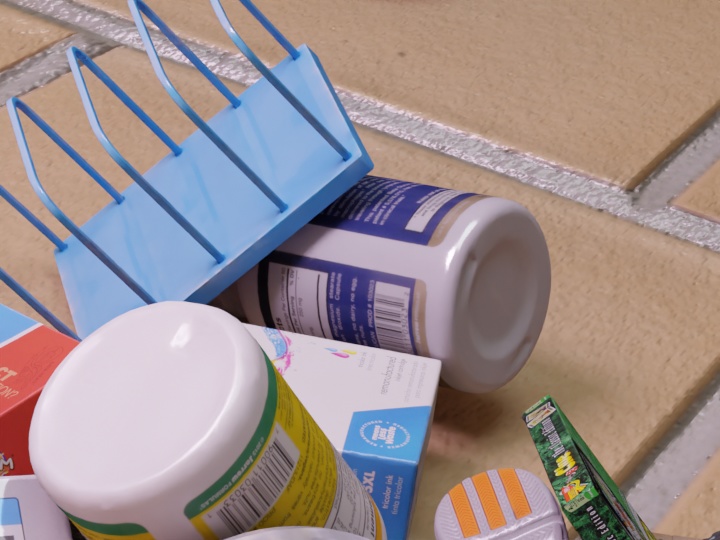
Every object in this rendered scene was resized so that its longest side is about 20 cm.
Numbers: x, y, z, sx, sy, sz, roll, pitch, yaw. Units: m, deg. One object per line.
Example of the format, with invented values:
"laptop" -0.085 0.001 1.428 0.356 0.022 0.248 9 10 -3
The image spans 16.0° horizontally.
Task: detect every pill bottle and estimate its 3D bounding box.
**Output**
"pill bottle" -0.055 0.114 1.158 0.113 0.200 0.113 -17 45 18
"pill bottle" 0.000 0.000 1.481 0.200 0.111 0.111 12 24 35

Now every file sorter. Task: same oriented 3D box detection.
"file sorter" -0.119 -0.065 1.454 0.123 0.200 0.139 46 11 -34

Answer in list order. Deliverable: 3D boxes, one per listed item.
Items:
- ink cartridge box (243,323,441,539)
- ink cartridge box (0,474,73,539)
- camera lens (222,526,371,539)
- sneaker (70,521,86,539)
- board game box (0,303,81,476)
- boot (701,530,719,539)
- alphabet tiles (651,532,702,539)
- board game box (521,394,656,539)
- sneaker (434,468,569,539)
"ink cartridge box" -0.064 0.083 1.367 0.200 0.067 0.116 10 27 3
"ink cartridge box" -0.211 0.177 1.076 0.200 0.045 0.176 -2 61 -22
"camera lens" -0.016 0.212 1.034 0.160 0.160 0.200 -1 29 -20
"sneaker" -0.175 0.119 1.260 0.200 0.075 0.115 -7 29 -27
"board game box" -0.232 0.088 1.220 0.200 0.040 0.153 -34 30 -24
"boot" 0.272 0.175 1.298 0.200 0.070 0.132 -17 38 -22
"alphabet tiles" 0.180 0.193 1.301 0.167 0.008 0.200 8 27 -2
"board game box" 0.124 0.126 1.246 0.105 0.023 0.200 52 4 -7
"sneaker" 0.091 0.187 1.163 0.077 0.112 0.200 -17 34 5
